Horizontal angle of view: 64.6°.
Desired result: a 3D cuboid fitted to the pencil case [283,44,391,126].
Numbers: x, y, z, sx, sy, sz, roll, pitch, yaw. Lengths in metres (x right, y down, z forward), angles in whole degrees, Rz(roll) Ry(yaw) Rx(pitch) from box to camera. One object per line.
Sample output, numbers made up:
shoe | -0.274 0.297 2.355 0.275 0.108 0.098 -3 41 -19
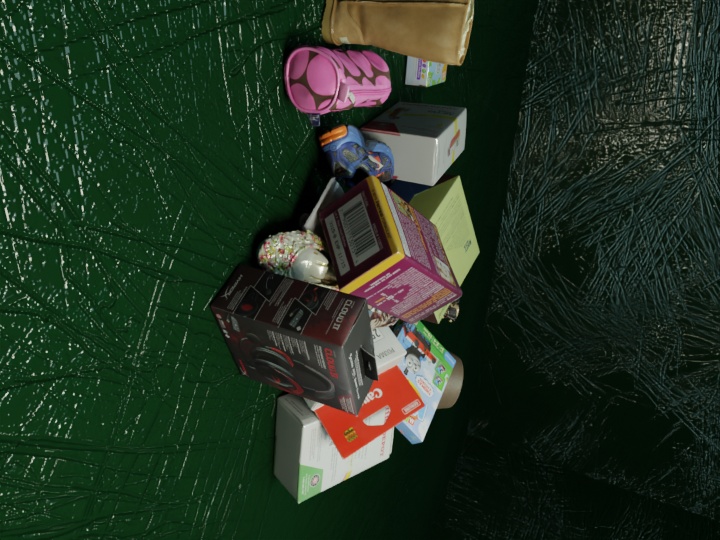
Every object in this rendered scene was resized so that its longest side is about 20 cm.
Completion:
pencil case | -0.021 -0.254 0.769 0.200 0.092 0.093 -41 142 -59

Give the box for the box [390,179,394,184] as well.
box | 0.107 -0.154 1.254 0.201 0.038 0.042 59 50 -63

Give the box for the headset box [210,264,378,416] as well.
headset box | -0.067 0.089 0.702 0.151 0.196 0.076 82 30 -47

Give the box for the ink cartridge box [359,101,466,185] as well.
ink cartridge box | 0.099 -0.237 1.032 0.200 0.142 0.085 -49 145 -52

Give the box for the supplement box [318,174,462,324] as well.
supplement box | 0.046 -0.022 0.815 0.199 0.102 0.133 29 36 -50

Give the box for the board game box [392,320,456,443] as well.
board game box | 0.099 0.205 1.111 0.151 0.036 0.201 46 50 -15

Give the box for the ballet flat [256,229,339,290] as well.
ballet flat | -0.056 -0.009 0.782 0.198 0.063 0.077 10 108 -56

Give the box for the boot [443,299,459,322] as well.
boot | 0.149 0.075 1.281 0.200 0.147 0.075 -88 -169 -81

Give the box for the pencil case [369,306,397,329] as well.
pencil case | -0.024 0.071 0.881 0.197 0.077 0.092 -15 112 -37

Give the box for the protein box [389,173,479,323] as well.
protein box | 0.116 -0.049 1.112 0.200 0.133 0.202 -54 138 -28

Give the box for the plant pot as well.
plant pot | 0.128 0.229 1.254 0.200 0.171 0.205 -164 -90 -81

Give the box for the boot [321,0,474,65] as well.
boot | 0.056 -0.371 0.749 0.066 0.196 0.180 -20 121 -66

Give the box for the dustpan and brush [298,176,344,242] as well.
dustpan and brush | -0.053 -0.047 0.879 0.141 0.056 0.200 -60 149 -9

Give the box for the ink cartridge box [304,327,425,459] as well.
ink cartridge box | 0.001 0.171 0.899 0.198 0.175 0.044 -19 153 -42

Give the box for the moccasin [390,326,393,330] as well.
moccasin | 0.030 0.144 1.184 0.077 0.073 0.206 25 78 -48

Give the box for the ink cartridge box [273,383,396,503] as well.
ink cartridge box | -0.039 0.264 0.941 0.197 0.087 0.149 -11 116 -37

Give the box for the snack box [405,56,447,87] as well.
snack box | 0.140 -0.477 1.126 0.142 0.052 0.205 -40 139 -57

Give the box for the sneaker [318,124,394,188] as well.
sneaker | -0.002 -0.160 0.885 0.199 0.074 0.081 3 76 -61
